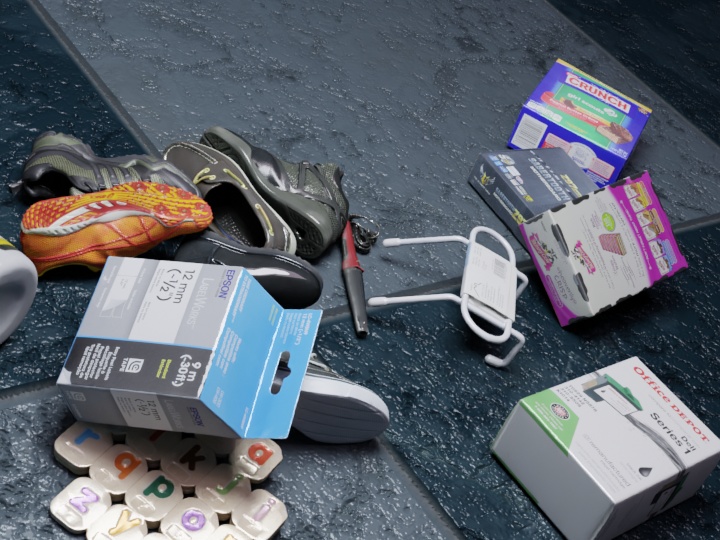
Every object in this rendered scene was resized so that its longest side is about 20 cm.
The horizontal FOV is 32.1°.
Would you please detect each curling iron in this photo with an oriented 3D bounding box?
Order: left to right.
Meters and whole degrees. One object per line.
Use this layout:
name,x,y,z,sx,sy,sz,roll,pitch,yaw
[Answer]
curling iron,0.000,0.000,1.422,0.049,0.026,0.201,12,37,-11

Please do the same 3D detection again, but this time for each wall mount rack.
wall mount rack,0.106,0.020,1.413,0.172,0.075,0.201,29,34,-10

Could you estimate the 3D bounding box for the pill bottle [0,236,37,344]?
pill bottle,-0.400,-0.017,1.138,0.199,0.113,0.112,36,37,16

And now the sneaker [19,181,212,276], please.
sneaker,-0.249,-0.042,1.281,0.197,0.078,0.073,-9,39,-20

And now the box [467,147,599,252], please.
box,0.259,-0.082,1.655,0.156,0.051,0.201,-6,46,-36

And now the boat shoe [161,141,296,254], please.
boat shoe,-0.153,-0.081,1.385,0.201,0.072,0.060,41,7,21

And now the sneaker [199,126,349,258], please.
sneaker,-0.094,-0.103,1.462,0.199,0.077,0.114,36,35,11

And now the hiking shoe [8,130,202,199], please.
hiking shoe,-0.270,-0.077,1.338,0.197,0.076,0.101,15,44,2

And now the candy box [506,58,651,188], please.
candy box,0.325,-0.211,1.837,0.168,0.078,0.200,29,34,7

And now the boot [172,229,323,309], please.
boot,-0.133,0.049,1.247,0.163,0.066,0.201,15,33,1

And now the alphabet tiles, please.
alphabet tiles,-0.166,0.185,1.093,0.199,0.015,0.196,33,44,13

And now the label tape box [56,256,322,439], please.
label tape box,-0.147,0.066,1.099,0.197,0.067,0.144,3,51,15

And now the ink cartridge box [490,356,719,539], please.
ink cartridge box,0.257,0.183,1.286,0.198,0.085,0.146,-15,51,-41

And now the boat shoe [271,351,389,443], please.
boat shoe,-0.057,0.106,1.187,0.198,0.072,0.071,22,36,-32

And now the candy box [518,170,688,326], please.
candy box,0.301,-0.029,1.539,0.199,0.061,0.138,-21,86,-39
